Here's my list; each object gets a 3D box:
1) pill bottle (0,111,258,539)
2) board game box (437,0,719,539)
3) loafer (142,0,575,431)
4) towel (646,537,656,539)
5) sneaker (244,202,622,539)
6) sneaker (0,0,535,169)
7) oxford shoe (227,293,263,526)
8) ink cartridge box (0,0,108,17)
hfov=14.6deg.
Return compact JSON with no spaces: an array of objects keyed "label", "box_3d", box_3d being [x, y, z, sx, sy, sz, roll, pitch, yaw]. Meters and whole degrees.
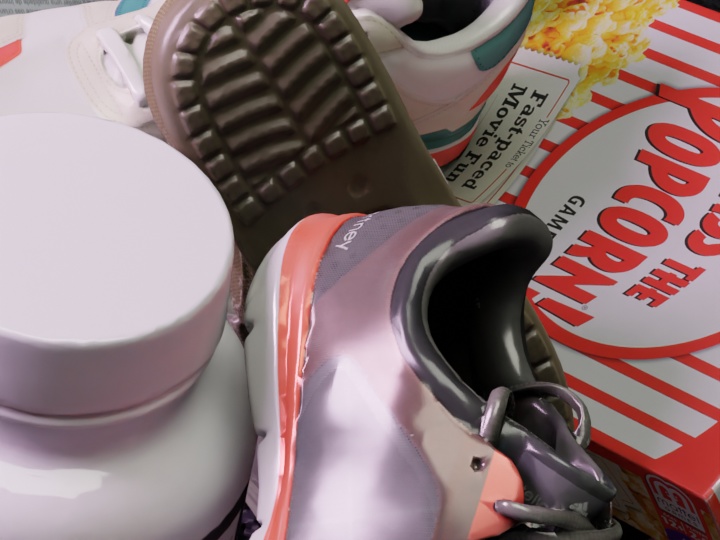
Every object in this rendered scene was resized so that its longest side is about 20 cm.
[{"label":"pill bottle","box_3d":[-0.087,0.060,0.734,0.111,0.200,0.112,7,42,-7]},{"label":"board game box","box_3d":[0.079,-0.010,0.853,0.200,0.046,0.152,26,65,39]},{"label":"loafer","box_3d":[0.000,0.000,0.756,0.076,0.200,0.067,-24,26,-5]},{"label":"towel","box_3d":[0.051,0.165,0.770,0.200,0.023,0.144,-20,68,-30]},{"label":"sneaker","box_3d":[0.019,0.072,0.650,0.077,0.082,0.200,19,61,-51]},{"label":"sneaker","box_3d":[-0.034,-0.068,0.795,0.200,0.093,0.070,-8,60,-34]},{"label":"oxford shoe","box_3d":[-0.021,0.032,0.825,0.200,0.058,0.075,50,39,-3]},{"label":"ink cartridge box","box_3d":[-0.092,-0.073,0.894,0.200,0.041,0.200,-7,79,-60]}]
